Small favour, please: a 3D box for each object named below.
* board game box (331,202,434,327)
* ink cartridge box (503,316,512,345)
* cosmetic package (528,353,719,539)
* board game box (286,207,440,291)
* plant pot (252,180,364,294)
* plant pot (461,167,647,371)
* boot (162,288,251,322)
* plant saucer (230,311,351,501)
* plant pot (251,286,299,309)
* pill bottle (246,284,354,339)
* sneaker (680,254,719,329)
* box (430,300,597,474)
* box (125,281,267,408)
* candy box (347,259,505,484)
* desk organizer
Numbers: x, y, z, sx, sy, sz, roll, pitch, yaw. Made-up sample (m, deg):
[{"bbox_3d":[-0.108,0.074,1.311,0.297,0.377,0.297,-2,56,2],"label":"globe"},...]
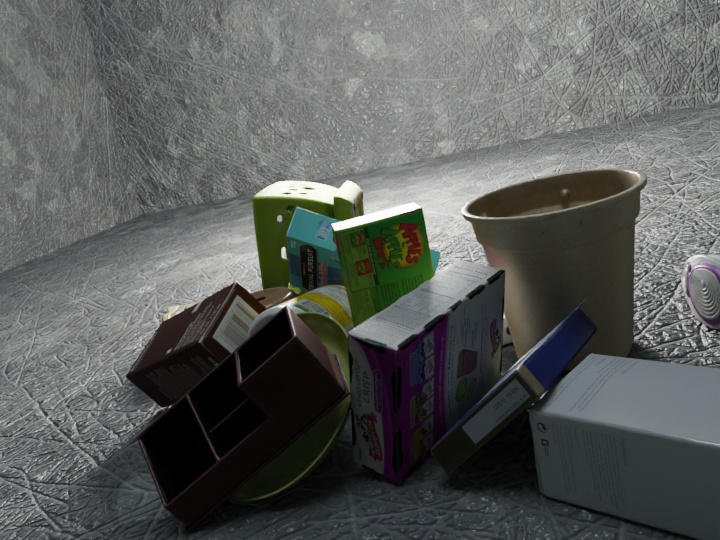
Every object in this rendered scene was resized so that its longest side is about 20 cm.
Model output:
[{"bbox_3d":[0.038,0.038,0.806,0.099,0.206,0.048,-14,14,-5],"label":"board game box"},{"bbox_3d":[0.143,0.072,0.915,0.195,0.040,0.099,-18,14,-9],"label":"ink cartridge box"},{"bbox_3d":[0.238,0.128,0.527,0.111,0.083,0.197,-25,19,-38],"label":"cosmetic package"},{"bbox_3d":[0.000,0.000,0.970,0.195,0.048,0.152,17,-26,5],"label":"board game box"},{"bbox_3d":[-0.083,-0.062,1.335,0.176,0.205,0.200,-4,15,8],"label":"plant pot"},{"bbox_3d":[0.225,0.004,0.792,0.195,0.189,0.201,-13,14,3],"label":"plant pot"},{"bbox_3d":[-0.241,0.085,1.171,0.150,0.074,0.200,-14,14,-9],"label":"boot"},{"bbox_3d":[-0.079,0.137,0.721,0.196,0.031,0.204,-24,44,24],"label":"plant saucer"},{"bbox_3d":[-0.132,0.084,1.022,0.195,0.095,0.201,-13,13,3],"label":"plant pot"},{"bbox_3d":[-0.048,0.081,0.884,0.110,0.116,0.199,-7,7,25],"label":"pill bottle"},{"bbox_3d":[0.432,0.031,0.764,0.097,0.077,0.200,-3,15,-19],"label":"sneaker"},{"bbox_3d":[0.150,0.100,0.656,0.199,0.032,0.122,-27,-20,-54],"label":"box"},{"bbox_3d":[-0.206,0.098,0.909,0.198,0.075,0.101,-27,28,44],"label":"box"},{"bbox_3d":[0.070,0.089,0.699,0.060,0.140,0.198,15,28,36],"label":"candy box"},{"bbox_3d":[-0.111,0.133,0.655,0.199,0.077,0.072,-41,25,5],"label":"desk organizer"}]
